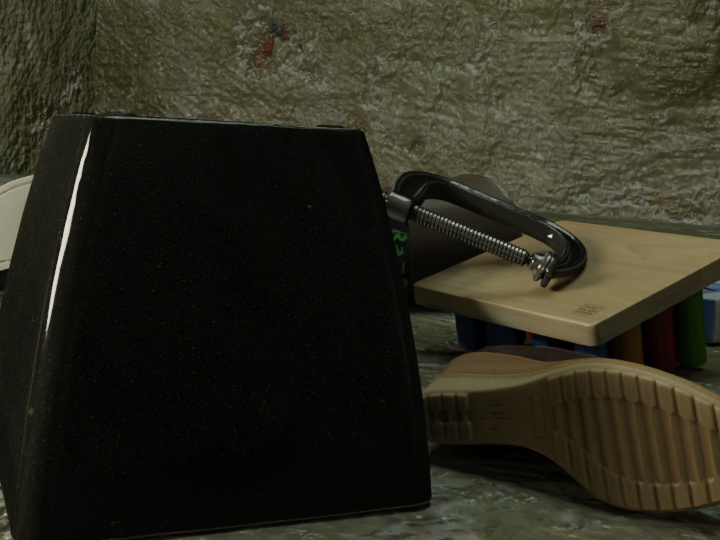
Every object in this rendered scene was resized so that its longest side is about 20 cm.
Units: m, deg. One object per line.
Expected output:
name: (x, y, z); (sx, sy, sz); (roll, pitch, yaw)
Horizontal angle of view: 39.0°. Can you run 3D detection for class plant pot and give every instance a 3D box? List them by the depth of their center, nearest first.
plant pot: (-0.087, 0.011, 0.529); (0.196, 0.182, 0.199); (-1, 8, -24)

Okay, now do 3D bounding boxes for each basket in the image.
basket: (0.044, -0.029, 1.097); (0.197, 0.139, 0.179); (-7, -1, -36)

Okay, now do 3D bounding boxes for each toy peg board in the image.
toy peg board: (0.184, 0.041, 0.852); (0.197, 0.100, 0.198); (-22, 20, -34)

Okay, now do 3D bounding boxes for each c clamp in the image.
c clamp: (0.090, -0.033, 0.815); (0.196, 0.028, 0.171); (21, 22, 2)

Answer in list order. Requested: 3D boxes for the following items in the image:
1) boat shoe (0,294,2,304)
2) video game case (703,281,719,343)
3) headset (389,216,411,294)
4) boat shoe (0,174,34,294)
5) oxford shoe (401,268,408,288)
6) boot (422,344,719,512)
boat shoe: (-0.259, -0.002, 0.960); (0.071, 0.074, 0.198); (9, 9, 42)
video game case: (0.348, 0.033, 1.083); (0.178, 0.046, 0.199); (-1, 8, -35)
headset: (0.000, 0.000, 0.896); (0.092, 0.126, 0.199); (6, -2, -27)
boat shoe: (-0.303, -0.018, 0.858); (0.198, 0.075, 0.060); (-33, -2, -3)
oxford shoe: (-0.037, -0.007, 0.814); (0.071, 0.086, 0.201); (-2, 36, -27)
boot: (0.144, 0.071, 0.577); (0.197, 0.074, 0.165); (4, 8, 35)
